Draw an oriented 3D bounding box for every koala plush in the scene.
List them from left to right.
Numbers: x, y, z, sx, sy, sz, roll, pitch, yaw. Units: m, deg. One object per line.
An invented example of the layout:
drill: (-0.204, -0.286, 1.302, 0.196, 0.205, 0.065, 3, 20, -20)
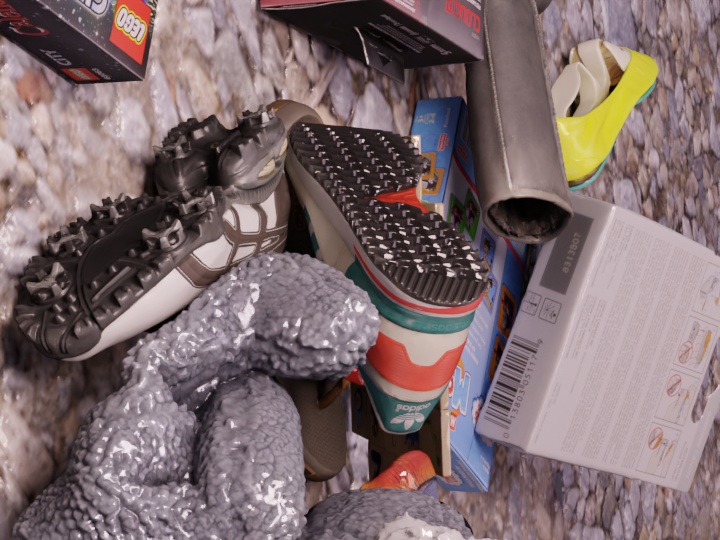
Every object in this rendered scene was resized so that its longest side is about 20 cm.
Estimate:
koala plush: (-0.019, 0.128, 0.717, 0.183, 0.199, 0.179, -36, 148, -46)

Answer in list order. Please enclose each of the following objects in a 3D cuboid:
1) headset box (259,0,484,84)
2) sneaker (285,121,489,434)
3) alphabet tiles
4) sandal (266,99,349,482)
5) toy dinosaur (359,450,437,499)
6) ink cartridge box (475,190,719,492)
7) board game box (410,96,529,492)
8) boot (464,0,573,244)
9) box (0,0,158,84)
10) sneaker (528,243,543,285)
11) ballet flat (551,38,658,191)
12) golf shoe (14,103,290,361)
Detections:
headset box: (0.012, -0.207, 0.975, 0.149, 0.076, 0.203, 16, 74, -64)
sneaker: (0.000, 0.000, 0.840, 0.200, 0.070, 0.094, -120, -140, -58)
alphabet tiles: (0.018, 0.030, 0.939, 0.166, 0.006, 0.203, -172, -101, -74)
sandal: (-0.021, 0.011, 0.928, 0.082, 0.054, 0.203, -1, 90, -64)
toy dinosaur: (0.008, 0.166, 0.886, 0.104, 0.199, 0.184, -13, 109, -30)
ink cartridge box: (0.173, 0.052, 1.152, 0.199, 0.057, 0.164, 19, 92, -52)
board game box: (0.059, 0.017, 1.116, 0.151, 0.036, 0.202, 52, 43, -52)
boot: (0.099, -0.117, 1.098, 0.181, 0.072, 0.202, 16, 55, -64)
box: (-0.140, -0.176, 0.697, 0.200, 0.037, 0.138, 35, 58, -60)
sneaker: (0.170, 0.004, 1.250, 0.200, 0.098, 0.079, 2, 94, -82)
ballet flat: (0.178, -0.136, 1.344, 0.067, 0.066, 0.200, 62, 36, -22)
golf shoe: (-0.077, 0.003, 0.785, 0.200, 0.077, 0.095, -48, 132, -53)
